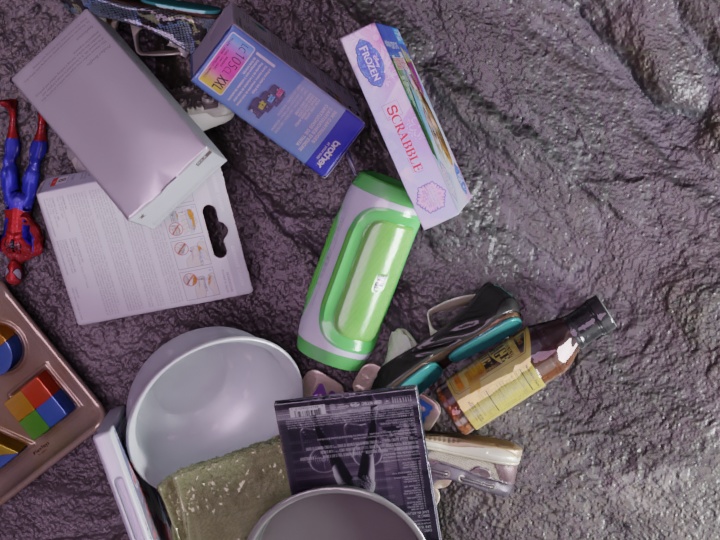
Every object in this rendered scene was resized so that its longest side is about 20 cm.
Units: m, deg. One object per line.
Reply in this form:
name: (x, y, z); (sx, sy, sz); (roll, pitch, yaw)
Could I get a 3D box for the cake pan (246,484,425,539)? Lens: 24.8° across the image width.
cake pan: (-0.023, 0.307, 1.703); (0.199, 0.037, 0.201); (1, 111, 2)

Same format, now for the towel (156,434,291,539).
towel: (-0.106, 0.252, 1.738); (0.199, 0.036, 0.149); (-18, 105, -14)

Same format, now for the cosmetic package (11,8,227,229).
cosmetic package: (-0.244, -0.152, 1.664); (0.113, 0.081, 0.200); (-40, 80, 5)

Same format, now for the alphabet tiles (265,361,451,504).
alphabet tiles: (-0.001, 0.204, 1.784); (0.195, 0.015, 0.200); (32, 100, 4)

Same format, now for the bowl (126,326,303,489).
bowl: (-0.168, 0.133, 1.740); (0.200, 0.090, 0.202); (-16, 128, -22)

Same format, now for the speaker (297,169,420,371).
speaker: (0.000, 0.000, 1.723); (0.088, 0.088, 0.201); (21, 100, 5)

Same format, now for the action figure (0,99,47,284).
action figure: (-0.376, -0.080, 1.763); (0.065, 0.099, 0.201); (6, 100, 8)

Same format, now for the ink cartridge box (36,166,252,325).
ink cartridge box: (-0.228, -0.037, 1.750); (0.199, 0.050, 0.163); (-11, 114, 5)

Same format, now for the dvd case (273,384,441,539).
dvd case: (0.000, 0.219, 1.700); (0.148, 0.016, 0.201); (-7, 109, 7)

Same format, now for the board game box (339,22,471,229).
board game box: (0.049, -0.147, 1.640); (0.041, 0.200, 0.200); (-23, 94, 10)

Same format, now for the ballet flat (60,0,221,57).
ballet flat: (-0.245, -0.265, 1.735); (0.199, 0.074, 0.075); (16, 99, 8)

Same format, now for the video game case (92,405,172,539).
video game case: (-0.234, 0.242, 1.728); (0.023, 0.200, 0.183); (-19, 94, -3)

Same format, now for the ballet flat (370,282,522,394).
ballet flat: (0.077, 0.081, 1.735); (0.200, 0.068, 0.069); (-33, 65, 0)

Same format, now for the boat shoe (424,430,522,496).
boat shoe: (0.070, 0.202, 1.728); (0.199, 0.072, 0.065); (6, 90, -5)

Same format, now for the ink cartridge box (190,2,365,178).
ink cartridge box: (-0.073, -0.176, 1.670); (0.200, 0.137, 0.076); (34, 102, -15)

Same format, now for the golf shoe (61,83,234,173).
golf shoe: (-0.216, -0.138, 1.754); (0.199, 0.078, 0.098); (-12, 112, 15)

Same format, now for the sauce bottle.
sauce bottle: (0.174, 0.096, 1.721); (0.200, 0.066, 0.066); (-34, 91, 3)

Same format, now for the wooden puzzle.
wooden puzzle: (-0.405, 0.140, 1.806); (0.185, 0.046, 0.200); (-37, 90, 19)
